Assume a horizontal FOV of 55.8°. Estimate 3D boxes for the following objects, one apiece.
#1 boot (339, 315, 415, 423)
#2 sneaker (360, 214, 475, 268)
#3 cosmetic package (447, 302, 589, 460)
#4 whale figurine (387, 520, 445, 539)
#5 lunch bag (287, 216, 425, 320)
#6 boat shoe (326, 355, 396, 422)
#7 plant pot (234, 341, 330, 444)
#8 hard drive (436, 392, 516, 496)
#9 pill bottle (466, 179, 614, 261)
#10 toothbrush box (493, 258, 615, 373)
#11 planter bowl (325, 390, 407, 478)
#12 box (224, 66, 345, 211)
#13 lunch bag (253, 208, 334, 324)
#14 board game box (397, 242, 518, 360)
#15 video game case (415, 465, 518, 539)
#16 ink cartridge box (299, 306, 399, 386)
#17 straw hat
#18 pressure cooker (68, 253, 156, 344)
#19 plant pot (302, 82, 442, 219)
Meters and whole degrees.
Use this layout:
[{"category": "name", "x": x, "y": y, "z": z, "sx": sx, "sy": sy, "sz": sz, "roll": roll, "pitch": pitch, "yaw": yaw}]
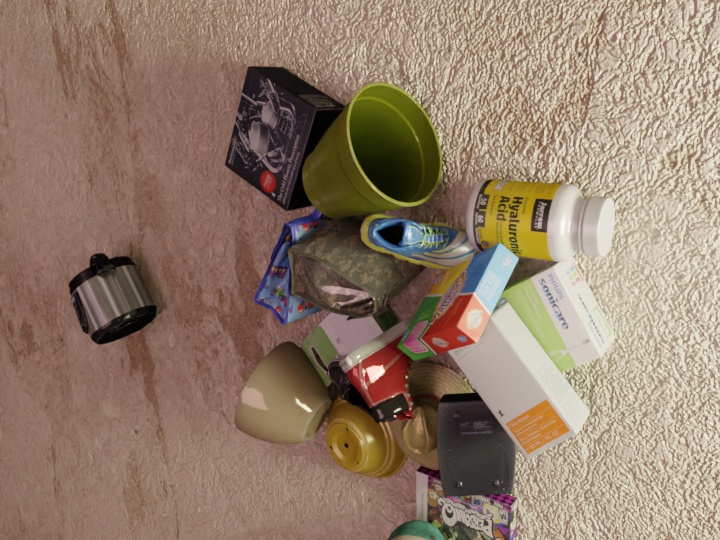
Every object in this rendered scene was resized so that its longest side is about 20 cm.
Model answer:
[{"category": "boot", "x": 0.076, "y": 0.169, "z": 1.164, "sx": 0.146, "sy": 0.198, "sz": 0.072, "roll": 55, "pitch": 149, "yaw": 8}, {"category": "sneaker", "x": 0.097, "y": -0.042, "z": 1.092, "sx": 0.195, "sy": 0.105, "sz": 0.078, "roll": 8, "pitch": 96, "yaw": -4}, {"category": "cosmetic package", "x": 0.233, "y": 0.164, "z": 1.009, "sx": 0.201, "sy": 0.071, "sz": 0.101, "roll": 53, "pitch": 127, "yaw": 8}, {"category": "whale figurine", "x": 0.137, "y": 0.537, "z": 1.245, "sx": 0.198, "sy": 0.104, "sz": 0.160, "roll": 32, "pitch": 126, "yaw": -4}, {"category": "lunch bag", "x": 0.000, "y": 0.000, "z": 1.181, "sx": 0.197, "sy": 0.163, "sz": 0.120, "roll": 22, "pitch": 131, "yaw": 32}, {"category": "boat shoe", "x": -0.003, "y": 0.217, "z": 1.224, "sx": 0.198, "sy": 0.065, "sz": 0.071, "roll": 29, "pitch": 119, "yaw": 39}, {"category": "plant pot", "x": -0.138, "y": 0.264, "z": 1.352, "sx": 0.133, "sy": 0.199, "sz": 0.204, "roll": 29, "pitch": 118, "yaw": 19}, {"category": "hard drive", "x": 0.195, "y": 0.291, "z": 1.146, "sx": 0.131, "sy": 0.043, "sz": 0.204, "roll": -4, "pitch": 116, "yaw": 5}, {"category": "pill bottle", "x": 0.264, "y": -0.073, "z": 1.002, "sx": 0.197, "sy": 0.110, "sz": 0.114, "roll": 9, "pitch": 108, "yaw": 35}, {"category": "toothbrush box", "x": 0.266, "y": 0.089, "z": 1.059, "sx": 0.199, "sy": 0.085, "sz": 0.148, "roll": -32, "pitch": 84, "yaw": 39}, {"category": "planter bowl", "x": -0.008, "y": 0.329, "z": 1.336, "sx": 0.197, "sy": 0.083, "sz": 0.206, "roll": 11, "pitch": 108, "yaw": 35}, {"category": "box", "x": -0.141, "y": -0.247, "z": 1.270, "sx": 0.181, "sy": 0.103, "sz": 0.203, "roll": 35, "pitch": 121, "yaw": 26}, {"category": "lunch bag", "x": -0.099, "y": -0.022, "z": 1.266, "sx": 0.093, "sy": 0.149, "sz": 0.204, "roll": 33, "pitch": 120, "yaw": 28}, {"category": "board game box", "x": 0.147, "y": 0.053, "z": 1.052, "sx": 0.040, "sy": 0.155, "sz": 0.200, "roll": 36, "pitch": 155, "yaw": -9}, {"category": "video game case", "x": 0.191, "y": 0.473, "z": 1.252, "sx": 0.197, "sy": 0.036, "sz": 0.186, "roll": 11, "pitch": 110, "yaw": 35}, {"category": "ink cartridge box", "x": -0.022, "y": 0.124, "z": 1.307, "sx": 0.105, "sy": 0.059, "sz": 0.200, "roll": 54, "pitch": 127, "yaw": 12}, {"category": "straw hat", "x": 0.114, "y": 0.275, "z": 1.209, "sx": 0.197, "sy": 0.085, "sz": 0.206, "roll": 6, "pitch": 103, "yaw": 28}, {"category": "pressure cooker", "x": -0.616, "y": 0.058, "z": 1.676, "sx": 0.174, "sy": 0.178, "sz": 0.203, "roll": -30, "pitch": 83, "yaw": 18}, {"category": "plant pot", "x": 0.003, "y": -0.177, "z": 1.141, "sx": 0.191, "sy": 0.198, "sz": 0.204, "roll": -22, "pitch": 89, "yaw": 51}]
